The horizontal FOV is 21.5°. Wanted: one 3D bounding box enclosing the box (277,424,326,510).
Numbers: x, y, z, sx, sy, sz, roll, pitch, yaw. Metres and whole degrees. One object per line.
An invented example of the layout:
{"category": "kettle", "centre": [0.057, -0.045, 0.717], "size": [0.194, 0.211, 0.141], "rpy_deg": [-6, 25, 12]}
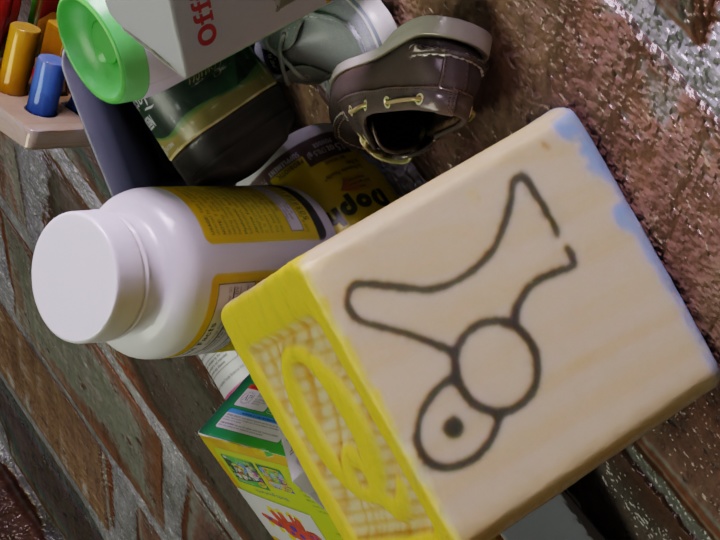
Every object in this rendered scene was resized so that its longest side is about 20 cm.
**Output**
{"category": "box", "centre": [-0.036, 0.088, 1.312], "size": [0.039, 0.041, 0.200], "rpy_deg": [44, -167, -28]}

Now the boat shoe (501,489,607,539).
{"category": "boat shoe", "centre": [0.158, 0.217, 1.344], "size": [0.201, 0.071, 0.070], "rpy_deg": [52, -168, -8]}

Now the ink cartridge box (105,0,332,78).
{"category": "ink cartridge box", "centre": [-0.051, -0.220, 1.063], "size": [0.085, 0.199, 0.145], "rpy_deg": [41, 152, 41]}

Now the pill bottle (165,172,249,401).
{"category": "pill bottle", "centre": [-0.108, 0.014, 1.619], "size": [0.201, 0.113, 0.113], "rpy_deg": [57, 159, 9]}

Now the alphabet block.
{"category": "alphabet block", "centre": [0.060, 0.046, 1.149], "size": [0.197, 0.199, 0.196], "rpy_deg": [60, 159, 2]}

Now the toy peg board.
{"category": "toy peg board", "centre": [-0.251, -0.191, 1.610], "size": [0.199, 0.199, 0.099], "rpy_deg": [33, 117, 36]}

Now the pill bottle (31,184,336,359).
{"category": "pill bottle", "centre": [-0.114, 0.000, 1.245], "size": [0.111, 0.199, 0.113], "rpy_deg": [2, 93, 39]}

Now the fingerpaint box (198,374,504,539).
{"category": "fingerpaint box", "centre": [0.002, 0.165, 1.375], "size": [0.199, 0.073, 0.168], "rpy_deg": [8, 138, 49]}

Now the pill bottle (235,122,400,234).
{"category": "pill bottle", "centre": [0.000, 0.000, 1.357], "size": [0.201, 0.109, 0.110], "rpy_deg": [53, 158, 19]}

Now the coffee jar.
{"category": "coffee jar", "centre": [-0.126, -0.150, 1.278], "size": [0.201, 0.085, 0.104], "rpy_deg": [56, 165, -2]}

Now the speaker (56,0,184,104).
{"category": "speaker", "centre": [-0.090, -0.179, 1.196], "size": [0.088, 0.199, 0.089], "rpy_deg": [38, 146, 33]}

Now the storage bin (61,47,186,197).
{"category": "storage bin", "centre": [-0.137, -0.135, 1.495], "size": [0.135, 0.144, 0.202], "rpy_deg": [-100, -9, -65]}

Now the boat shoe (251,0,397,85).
{"category": "boat shoe", "centre": [-0.040, -0.153, 1.303], "size": [0.200, 0.071, 0.071], "rpy_deg": [19, 134, 60]}

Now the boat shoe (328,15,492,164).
{"category": "boat shoe", "centre": [0.024, -0.103, 1.206], "size": [0.200, 0.071, 0.060], "rpy_deg": [154, 128, -66]}
